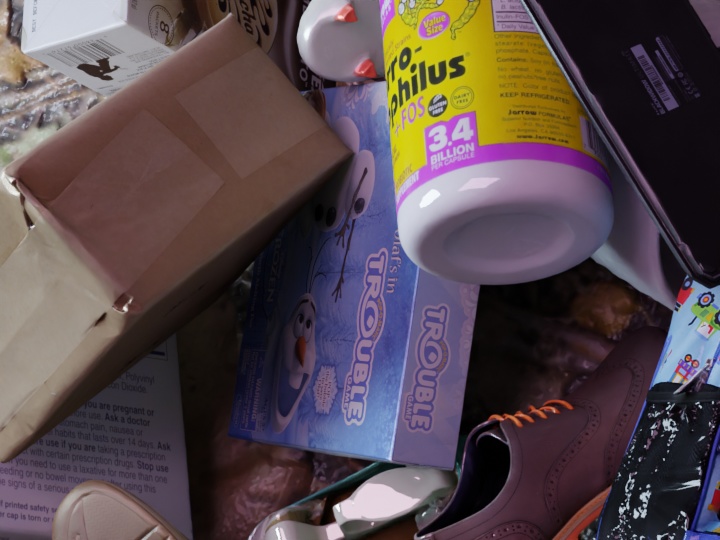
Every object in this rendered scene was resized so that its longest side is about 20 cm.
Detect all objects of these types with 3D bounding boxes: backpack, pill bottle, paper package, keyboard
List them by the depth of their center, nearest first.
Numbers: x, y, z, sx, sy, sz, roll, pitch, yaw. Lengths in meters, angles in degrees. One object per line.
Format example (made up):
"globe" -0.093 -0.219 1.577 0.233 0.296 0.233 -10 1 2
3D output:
"backpack" 0.224 0.077 1.214 0.134 0.182 0.201 -9 59 66
"keyboard" 0.155 -0.095 1.214 0.126 0.021 0.201 -23 75 -23
"pill bottle" 0.063 -0.102 1.255 0.104 0.104 0.201 -18 61 26
"paper package" -0.130 -0.016 1.375 0.104 0.200 0.191 48 137 2

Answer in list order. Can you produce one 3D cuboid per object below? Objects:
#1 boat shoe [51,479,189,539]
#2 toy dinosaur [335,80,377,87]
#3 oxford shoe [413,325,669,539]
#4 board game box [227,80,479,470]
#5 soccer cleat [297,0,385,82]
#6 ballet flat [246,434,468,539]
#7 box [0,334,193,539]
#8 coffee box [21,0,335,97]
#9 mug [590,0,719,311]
"boat shoe" -0.087 0.193 1.395 0.071 0.064 0.200 -44 84 12
"toy dinosaur" 0.035 -0.054 1.472 0.101 0.058 0.201 -37 49 33
"oxford shoe" 0.101 0.090 1.314 0.071 0.073 0.200 -18 29 54
"board game box" 0.000 0.000 1.397 0.199 0.043 0.202 0 81 62
"soccer cleat" 0.037 -0.168 1.419 0.200 0.070 0.077 -37 37 -22
"ballet flat" -0.010 0.140 1.407 0.199 0.070 0.068 -29 60 21
"box" -0.205 0.073 1.475 0.105 0.183 0.201 -33 54 46
"coffee box" -0.099 -0.149 1.489 0.079 0.200 0.114 -11 68 32
"mug" 0.170 -0.088 1.346 0.200 0.148 0.175 -37 42 -16
